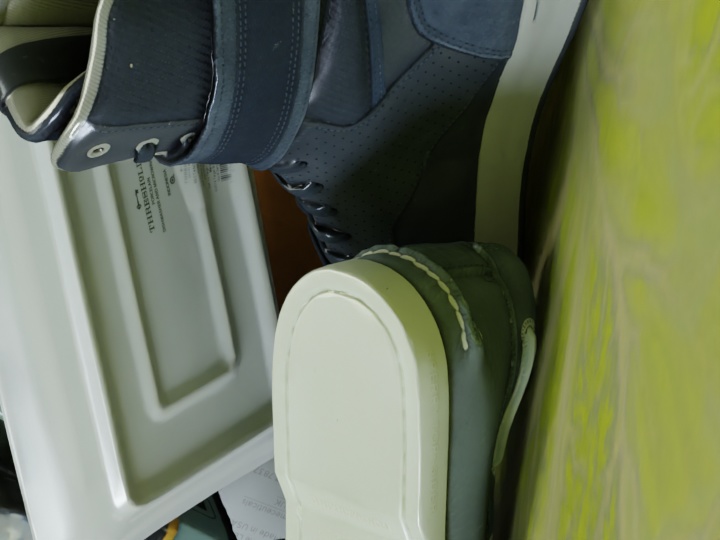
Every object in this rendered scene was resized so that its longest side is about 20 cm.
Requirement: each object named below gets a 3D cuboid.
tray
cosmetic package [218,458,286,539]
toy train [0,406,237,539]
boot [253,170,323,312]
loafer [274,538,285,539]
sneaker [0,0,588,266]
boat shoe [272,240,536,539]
[{"bbox_3d":[-0.062,-0.021,0.716,0.107,0.022,0.200,-31,-61,-44],"label":"tray"},{"bbox_3d":[-0.071,0.130,0.896,0.200,0.074,0.102,-61,27,12],"label":"cosmetic package"},{"bbox_3d":[-0.108,0.046,0.824,0.085,0.114,0.200,-52,30,12],"label":"toy train"},{"bbox_3d":[-0.030,-0.078,0.787,0.200,0.074,0.155,-55,-30,-30],"label":"boot"},{"bbox_3d":[-0.011,0.177,0.765,0.063,0.072,0.201,157,117,-67],"label":"loafer"},{"bbox_3d":[-0.027,-0.031,0.685,0.077,0.146,0.203,-122,30,-41],"label":"sneaker"},{"bbox_3d":[0.014,0.084,0.694,0.062,0.073,0.200,-23,-55,-41],"label":"boat shoe"}]
